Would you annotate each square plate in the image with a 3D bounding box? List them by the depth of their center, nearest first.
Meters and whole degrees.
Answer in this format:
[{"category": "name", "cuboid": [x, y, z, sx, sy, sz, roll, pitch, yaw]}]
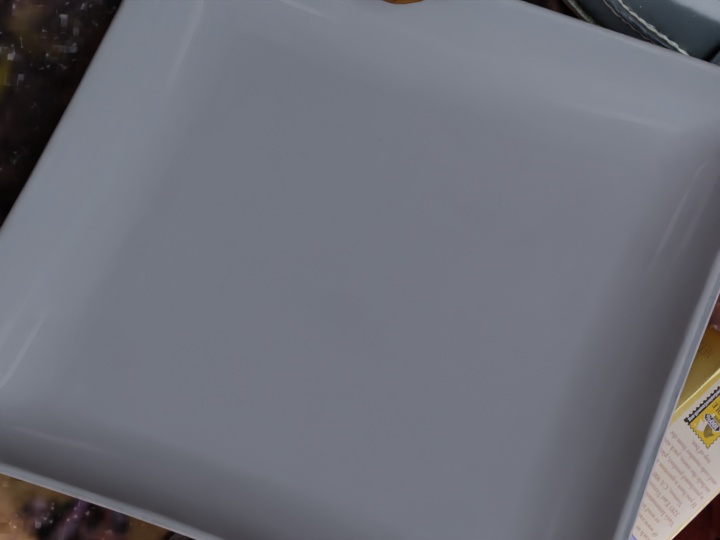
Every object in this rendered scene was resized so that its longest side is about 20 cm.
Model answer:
[{"category": "square plate", "cuboid": [0.000, 0.000, 0.686, 0.199, 0.028, 0.199, 20, 64, 10]}]

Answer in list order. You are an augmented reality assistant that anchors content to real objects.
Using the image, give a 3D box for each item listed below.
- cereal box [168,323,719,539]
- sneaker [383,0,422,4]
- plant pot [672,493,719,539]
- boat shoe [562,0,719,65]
[{"category": "cereal box", "cuboid": [0.018, 0.077, 0.731, 0.200, 0.144, 0.040, -44, 120, -4]}, {"category": "sneaker", "cuboid": [-0.005, -0.171, 0.685, 0.084, 0.073, 0.201, -27, 96, -14]}, {"category": "plant pot", "cuboid": [0.202, 0.121, 0.784, 0.194, 0.201, 0.202, 9, 101, -10]}, {"category": "boat shoe", "cuboid": [0.146, -0.079, 0.775, 0.199, 0.062, 0.073, 28, 94, -21]}]
